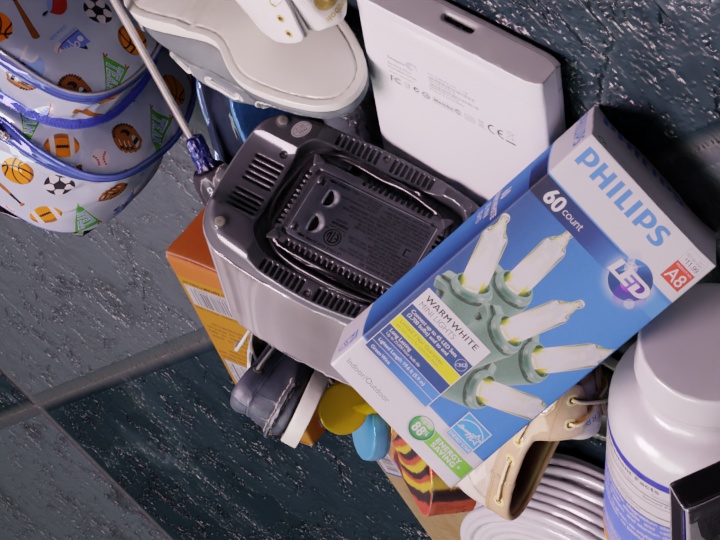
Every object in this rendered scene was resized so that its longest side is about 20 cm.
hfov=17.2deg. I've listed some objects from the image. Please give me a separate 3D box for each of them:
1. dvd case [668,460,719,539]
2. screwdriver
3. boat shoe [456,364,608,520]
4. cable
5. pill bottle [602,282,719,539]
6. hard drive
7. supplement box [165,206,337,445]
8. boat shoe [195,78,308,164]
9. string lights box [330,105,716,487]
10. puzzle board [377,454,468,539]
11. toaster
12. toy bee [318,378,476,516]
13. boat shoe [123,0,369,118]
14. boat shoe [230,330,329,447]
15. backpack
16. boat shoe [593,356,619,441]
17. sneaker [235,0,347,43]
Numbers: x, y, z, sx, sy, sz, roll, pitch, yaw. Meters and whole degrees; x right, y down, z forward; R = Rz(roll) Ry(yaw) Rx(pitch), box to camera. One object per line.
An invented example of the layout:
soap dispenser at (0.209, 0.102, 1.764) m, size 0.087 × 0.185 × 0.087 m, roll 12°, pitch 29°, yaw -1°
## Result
dvd case at (0.248, 0.151, 1.360) m, size 0.201 × 0.149 × 0.025 m, roll 79°, pitch 165°, yaw -54°
screwdriver at (-0.112, -0.098, 1.489) m, size 0.029 × 0.028 × 0.201 m, roll 6°, pitch 130°, yaw 47°
boat shoe at (0.119, 0.077, 1.453) m, size 0.069 × 0.074 × 0.200 m, roll 43°, pitch 132°, yaw 15°
cable at (0.163, 0.215, 1.678) m, size 0.199 × 0.069 × 0.200 m, roll 6°, pitch 138°, yaw 49°
pill bottle at (0.198, 0.098, 1.378) m, size 0.112 × 0.112 × 0.201 m, roll 30°, pitch 150°, yaw 24°
hard drive at (0.065, -0.077, 1.393) m, size 0.131 × 0.027 × 0.201 m, roll 30°, pitch 153°, yaw 26°
supplement box at (-0.070, 0.039, 1.752) m, size 0.069 × 0.067 × 0.201 m, roll 20°, pitch 149°, yaw 34°
boat shoe at (-0.052, -0.060, 1.564) m, size 0.068 × 0.084 × 0.201 m, roll 24°, pitch 135°, yaw 50°
string lights box at (0.090, 0.015, 1.320) m, size 0.103 × 0.200 × 0.059 m, roll 45°, pitch -160°, yaw -8°
puzzle board at (0.077, 0.173, 1.819) m, size 0.150 × 0.017 × 0.200 m, roll 11°, pitch 141°, yaw 52°
toaster at (0.000, 0.000, 1.452) m, size 0.199 × 0.114 × 0.129 m, roll 25°, pitch 157°, yaw 11°
toy bee at (0.023, 0.077, 1.620) m, size 0.199 × 0.130 × 0.109 m, roll 28°, pitch 124°, yaw 41°
boat shoe at (-0.062, -0.134, 1.445) m, size 0.199 × 0.073 × 0.062 m, roll 28°, pitch 162°, yaw 37°
boat shoe at (-0.052, 0.055, 1.627) m, size 0.062 × 0.200 × 0.075 m, roll 26°, pitch 117°, yaw -6°
backpack at (-0.202, -0.128, 1.545) m, size 0.190 × 0.200 × 0.154 m, roll 41°, pitch 144°, yaw -7°
boat shoe at (0.117, 0.076, 1.532) m, size 0.199 × 0.060 × 0.074 m, roll 30°, pitch 153°, yaw 26°
sneaker at (-0.039, -0.189, 1.316) m, size 0.116 × 0.074 × 0.200 m, roll 45°, pitch 166°, yaw -11°
